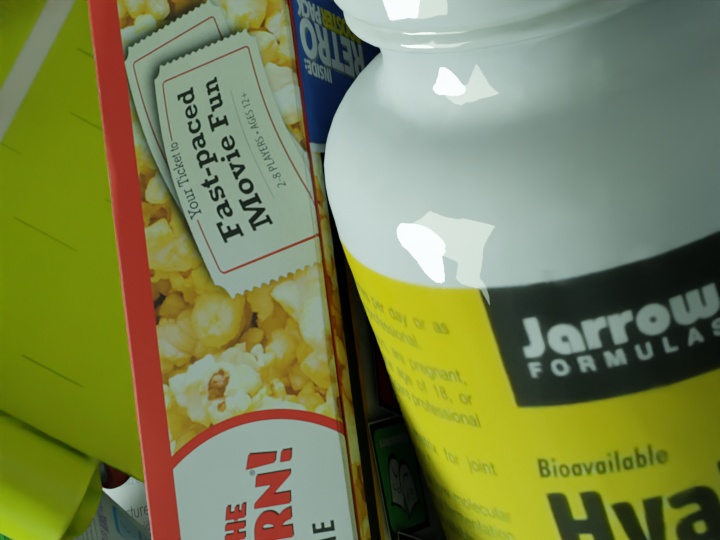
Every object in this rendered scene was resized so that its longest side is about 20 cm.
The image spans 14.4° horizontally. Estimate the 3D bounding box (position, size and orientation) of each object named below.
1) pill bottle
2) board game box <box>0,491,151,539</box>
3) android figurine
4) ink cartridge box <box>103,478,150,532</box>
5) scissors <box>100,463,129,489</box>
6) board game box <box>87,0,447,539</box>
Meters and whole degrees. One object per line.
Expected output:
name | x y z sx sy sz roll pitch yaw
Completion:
pill bottle | 0.057 0.003 0.557 0.111 0.111 0.201 42 154 64
board game box | -0.031 0.146 0.812 0.200 0.040 0.153 45 -177 -14
android figurine | -0.072 -0.024 0.736 0.199 0.183 0.041 30 -176 -10
ink cartridge box | -0.091 0.017 1.018 0.116 0.067 0.202 -18 76 44
scissors | -0.111 -0.013 0.814 0.073 0.014 0.201 31 150 38
board game box | 0.000 0.020 0.626 0.151 0.046 0.202 19 -119 -68
